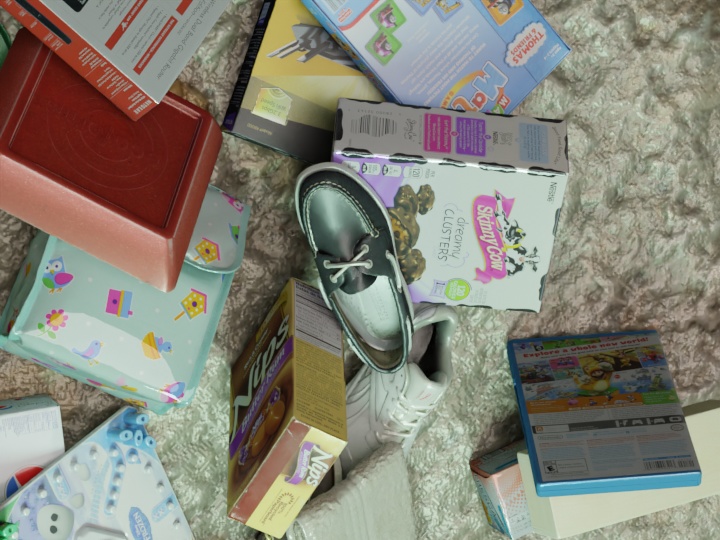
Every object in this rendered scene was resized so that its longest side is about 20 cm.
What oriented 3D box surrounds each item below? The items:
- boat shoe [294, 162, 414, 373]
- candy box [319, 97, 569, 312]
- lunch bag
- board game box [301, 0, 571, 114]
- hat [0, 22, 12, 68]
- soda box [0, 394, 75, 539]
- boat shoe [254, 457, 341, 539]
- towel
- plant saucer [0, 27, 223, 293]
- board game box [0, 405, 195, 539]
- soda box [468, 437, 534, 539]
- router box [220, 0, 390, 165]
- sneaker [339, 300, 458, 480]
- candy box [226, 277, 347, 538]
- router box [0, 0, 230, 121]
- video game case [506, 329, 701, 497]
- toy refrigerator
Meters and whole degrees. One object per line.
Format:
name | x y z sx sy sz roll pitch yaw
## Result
boat shoe | 0.000 0.000 1.639 0.075 0.061 0.201 -19 126 15
candy box | 0.069 -0.053 1.682 0.198 0.072 0.169 5 134 -2
lunch bag | -0.194 -0.002 1.652 0.169 0.122 0.202 25 76 -15
board game box | 0.067 -0.212 1.695 0.151 0.037 0.200 -45 106 -9
hat | -0.347 -0.134 1.560 0.164 0.176 0.202 10 93 -17
soda box | -0.279 0.212 1.672 0.063 0.068 0.202 -7 97 -18
boat shoe | -0.068 0.252 1.741 0.059 0.072 0.202 15 95 -18
towel | 0.000 0.257 1.726 0.132 0.034 0.202 -35 132 -34
plant saucer | -0.212 -0.103 1.606 0.198 0.037 0.201 27 45 -14
board game box | -0.217 0.250 1.657 0.200 0.026 0.202 -39 118 -38
soda box | 0.205 0.175 1.818 0.198 0.064 0.069 -23 101 -13
router box | -0.005 -0.163 1.726 0.198 0.052 0.159 19 90 -18
sneaker | 0.033 0.111 1.738 0.077 0.099 0.202 13 92 -26
candy box | -0.063 0.112 1.644 0.056 0.201 0.117 25 118 -16
router box | -0.194 -0.256 1.619 0.179 0.049 0.201 41 58 -16
video game case | 0.212 0.123 1.738 0.141 0.201 0.018 -4 126 -2
toy refrigerator | 0.247 0.176 1.763 0.198 0.070 0.077 -14 93 -16
